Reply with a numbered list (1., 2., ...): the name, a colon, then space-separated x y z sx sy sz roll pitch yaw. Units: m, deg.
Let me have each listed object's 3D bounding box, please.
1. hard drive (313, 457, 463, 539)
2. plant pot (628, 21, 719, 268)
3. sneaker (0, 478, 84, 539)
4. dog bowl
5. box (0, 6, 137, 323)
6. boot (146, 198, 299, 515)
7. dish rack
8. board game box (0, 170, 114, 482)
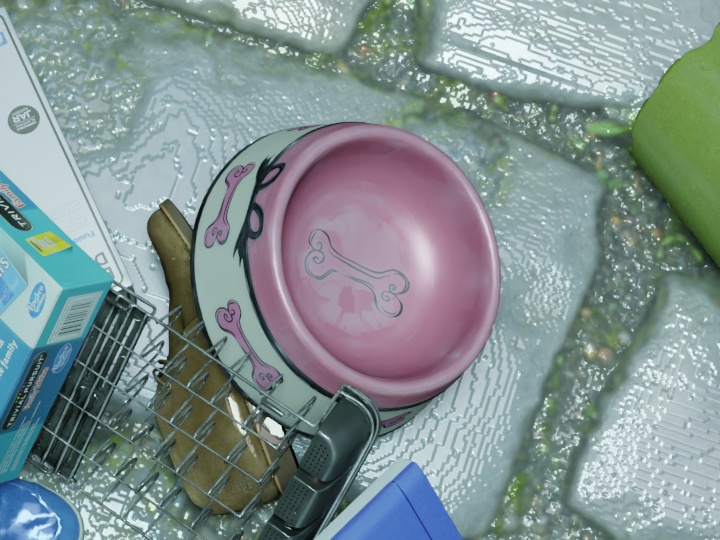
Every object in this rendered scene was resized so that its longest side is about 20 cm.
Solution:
1. hard drive: -0.010 0.226 1.171 0.200 0.025 0.132 -42 116 -25
2. plant pot: 0.275 -0.059 1.253 0.200 0.200 0.190 -40 70 -13
3. sneaker: -0.264 0.142 1.172 0.199 0.111 0.077 11 75 -3
4. dog bowl: 0.000 0.000 1.213 0.199 0.074 0.201 9 73 -31
5. box: -0.231 -0.049 1.249 0.116 0.060 0.201 -23 80 -10
6. boot: -0.103 0.054 1.236 0.075 0.074 0.201 -21 81 0
7. dish rack: -0.104 0.095 1.167 0.199 0.055 0.154 33 118 8
8. board game box: -0.250 0.006 1.167 0.200 0.047 0.151 41 118 24
